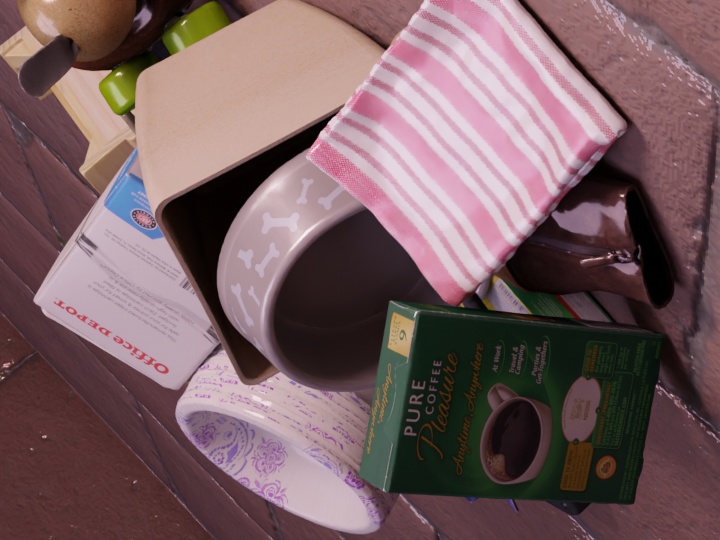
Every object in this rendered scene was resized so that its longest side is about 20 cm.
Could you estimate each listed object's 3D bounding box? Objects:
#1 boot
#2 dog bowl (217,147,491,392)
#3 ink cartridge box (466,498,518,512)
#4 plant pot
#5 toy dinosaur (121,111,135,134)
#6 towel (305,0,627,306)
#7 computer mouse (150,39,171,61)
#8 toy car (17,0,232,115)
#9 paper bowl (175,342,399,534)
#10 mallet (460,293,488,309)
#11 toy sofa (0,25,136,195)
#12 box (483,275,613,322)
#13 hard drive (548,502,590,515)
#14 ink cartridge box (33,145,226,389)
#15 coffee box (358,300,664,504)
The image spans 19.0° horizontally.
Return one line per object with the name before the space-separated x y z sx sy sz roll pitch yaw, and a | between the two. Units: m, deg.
boot | 0.111 -0.067 1.368 0.166 0.072 0.201 12 137 45
dog bowl | 0.003 0.000 1.492 0.059 0.199 0.201 58 174 44
ink cartridge box | 0.058 0.116 1.814 0.201 0.042 0.119 56 176 -20
plant pot | -0.058 -0.078 1.558 0.177 0.199 0.201 58 174 44
toy dinosaur | -0.123 -0.064 1.811 0.199 0.089 0.047 22 -166 -5
towel | 0.061 -0.081 1.329 0.146 0.030 0.200 45 135 5
computer mouse | -0.126 -0.163 1.788 0.200 0.053 0.138 48 -177 33
toy car | -0.223 -0.199 1.640 0.157 0.200 0.165 -32 92 35
paper bowl | -0.046 0.125 1.799 0.200 0.105 0.201 27 159 11
mallet | 0.090 0.035 1.462 0.066 0.041 0.200 24 157 51
toy sofa | -0.231 -0.151 1.911 0.200 0.097 0.083 51 179 37
box | 0.133 0.058 1.590 0.117 0.048 0.200 48 162 6
hard drive | 0.109 0.104 1.791 0.139 0.033 0.201 26 152 58
ink cartridge box | -0.156 -0.012 1.746 0.145 0.085 0.200 33 138 -11
coffee box | 0.101 0.088 1.417 0.044 0.199 0.124 23 107 60
